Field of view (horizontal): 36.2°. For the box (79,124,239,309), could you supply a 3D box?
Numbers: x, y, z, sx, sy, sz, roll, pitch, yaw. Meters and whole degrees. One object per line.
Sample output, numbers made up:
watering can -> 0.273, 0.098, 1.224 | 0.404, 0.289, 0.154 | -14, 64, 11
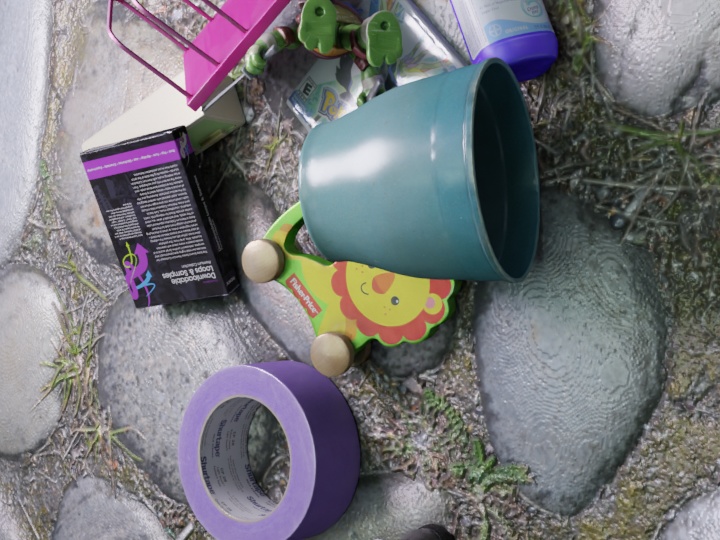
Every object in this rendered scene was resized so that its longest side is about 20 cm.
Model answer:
box -> -0.235, -0.059, 1.294 | 0.142, 0.036, 0.202 | -8, 107, 29

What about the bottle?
bottle -> 0.124, -0.281, 1.067 | 0.065, 0.083, 0.202 | 126, 129, -69

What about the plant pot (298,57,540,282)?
plant pot -> 0.051, -0.083, 1.027 | 0.186, 0.200, 0.203 | -5, 87, 26

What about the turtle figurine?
turtle figurine -> -0.037, -0.196, 1.104 | 0.144, 0.194, 0.200 | 43, 82, -11

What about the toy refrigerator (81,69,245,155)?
toy refrigerator -> -0.238, -0.162, 1.324 | 0.199, 0.076, 0.071 | -28, 74, 31

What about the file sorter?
file sorter -> -0.161, -0.302, 1.149 | 0.200, 0.125, 0.140 | -45, 31, 19

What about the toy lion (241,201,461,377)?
toy lion -> 0.000, 0.000, 1.152 | 0.192, 0.069, 0.201 | -43, 79, 21

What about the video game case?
video game case -> 0.028, -0.178, 1.169 | 0.183, 0.022, 0.201 | -48, 64, 24

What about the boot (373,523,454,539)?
boot -> 0.027, 0.354, 1.095 | 0.069, 0.131, 0.203 | 8, 94, 34

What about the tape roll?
tape roll -> -0.103, 0.203, 1.219 | 0.198, 0.085, 0.203 | -1, 88, 35
